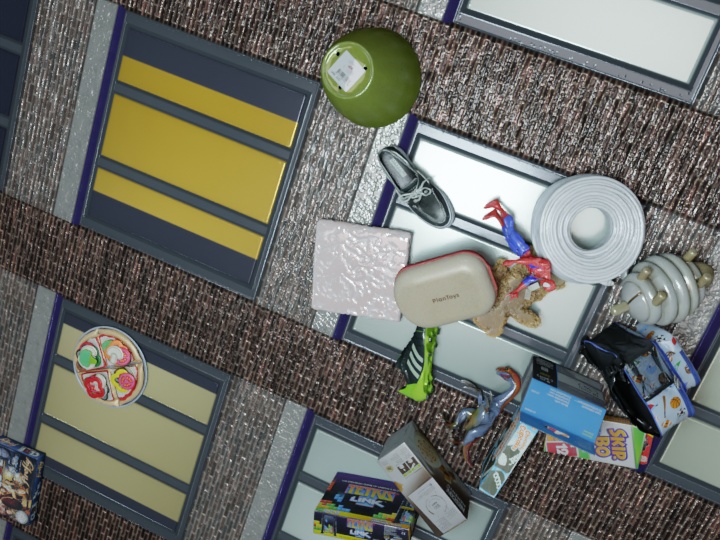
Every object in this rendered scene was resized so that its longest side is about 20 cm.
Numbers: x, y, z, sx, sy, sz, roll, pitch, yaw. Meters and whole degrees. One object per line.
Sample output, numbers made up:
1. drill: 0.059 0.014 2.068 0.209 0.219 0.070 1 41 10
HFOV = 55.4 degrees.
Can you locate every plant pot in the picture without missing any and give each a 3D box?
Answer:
1. plant pot: 0.003 -0.353 1.240 0.185 0.200 0.189 3 103 14

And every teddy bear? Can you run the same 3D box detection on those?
1. teddy bear: 0.302 0.041 1.323 0.144 0.067 0.201 32 101 1

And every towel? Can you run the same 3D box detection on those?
1. towel: 0.000 0.000 1.404 0.198 0.032 0.193 9 105 13

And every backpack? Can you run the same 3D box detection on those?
1. backpack: 0.512 0.194 1.240 0.153 0.200 0.192 -26 98 5

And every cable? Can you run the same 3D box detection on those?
1. cable: 0.411 -0.074 1.243 0.198 0.069 0.202 7 98 2

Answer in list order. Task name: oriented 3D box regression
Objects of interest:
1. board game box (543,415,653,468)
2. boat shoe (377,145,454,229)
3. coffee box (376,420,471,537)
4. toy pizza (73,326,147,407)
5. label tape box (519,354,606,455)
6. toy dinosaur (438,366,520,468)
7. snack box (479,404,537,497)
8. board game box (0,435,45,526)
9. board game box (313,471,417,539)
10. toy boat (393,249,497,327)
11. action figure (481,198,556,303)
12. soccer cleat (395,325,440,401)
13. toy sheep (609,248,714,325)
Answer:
1. board game box: 0.468 0.329 1.348 0.198 0.030 0.096 7 112 11
2. boat shoe: 0.106 -0.159 1.323 0.073 0.068 0.200 -35 91 19
3. coffee box: 0.134 0.428 1.416 0.080 0.114 0.200 -39 90 18
4. toy pizza: -0.593 0.230 1.610 0.198 0.032 0.202 3 102 14
5. label tape box: 0.373 0.241 1.267 0.143 0.200 0.064 23 107 9
6. toy dinosaur: 0.253 0.280 1.395 0.180 0.105 0.200 -29 131 6
7. snack box: 0.301 0.336 1.351 0.037 0.116 0.201 29 107 7
8. board game box: -0.882 0.536 1.750 0.134 0.035 0.202 17 105 11
9. board game box: 0.020 0.499 1.434 0.198 0.165 0.057 6 105 13
10. toy boat: 0.163 0.022 1.315 0.198 0.131 0.131 -15 111 22
11. action figure: 0.273 -0.027 1.259 0.099 0.065 0.200 -33 64 -8
12. soccer cleat: 0.113 0.169 1.395 0.080 0.067 0.202 10 105 26
13. toy sheep: 0.531 0.034 1.211 0.198 0.138 0.139 -16 98 -5
